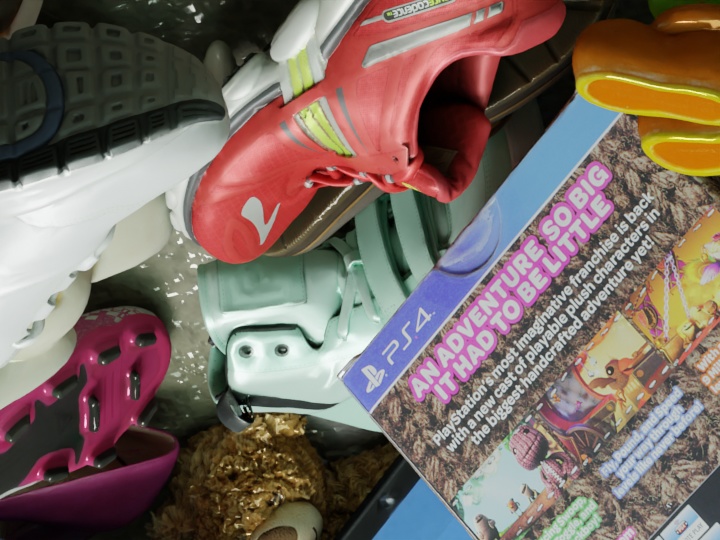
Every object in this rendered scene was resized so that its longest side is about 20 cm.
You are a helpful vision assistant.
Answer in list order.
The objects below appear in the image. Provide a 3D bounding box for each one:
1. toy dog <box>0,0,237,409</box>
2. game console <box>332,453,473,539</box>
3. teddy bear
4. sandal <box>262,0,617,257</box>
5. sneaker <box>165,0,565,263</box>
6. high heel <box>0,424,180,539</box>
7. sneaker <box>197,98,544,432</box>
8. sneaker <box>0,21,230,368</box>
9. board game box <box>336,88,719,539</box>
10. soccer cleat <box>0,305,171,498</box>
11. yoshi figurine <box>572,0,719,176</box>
[{"bbox_3d":[-0.143,-0.063,0.959,0.193,0.140,0.200,-17,137,0],"label":"toy dog"},{"bbox_3d":[0.085,0.158,1.186,0.200,0.176,0.116,-52,155,3],"label":"game console"},{"bbox_3d":[-0.005,0.138,1.246,0.144,0.067,0.200,-20,137,12],"label":"teddy bear"},{"bbox_3d":[0.026,-0.067,1.018,0.054,0.082,0.200,5,144,-43],"label":"sandal"},{"bbox_3d":[0.000,-0.051,0.954,0.077,0.085,0.200,-32,169,-44],"label":"sneaker"},{"bbox_3d":[-0.178,0.073,1.159,0.199,0.068,0.096,13,140,-37],"label":"high heel"},{"bbox_3d":[0.000,0.001,1.083,0.118,0.074,0.201,4,140,-19],"label":"sneaker"},{"bbox_3d":[-0.124,-0.014,0.885,0.199,0.075,0.087,-23,130,22],"label":"sneaker"},{"bbox_3d":[0.121,0.050,0.955,0.160,0.200,0.097,-50,161,28],"label":"board game box"},{"bbox_3d":[-0.167,0.064,1.111,0.086,0.200,0.070,29,139,30],"label":"soccer cleat"},{"bbox_3d":[0.108,-0.139,0.880,0.112,0.201,0.112,17,166,-17],"label":"yoshi figurine"}]
